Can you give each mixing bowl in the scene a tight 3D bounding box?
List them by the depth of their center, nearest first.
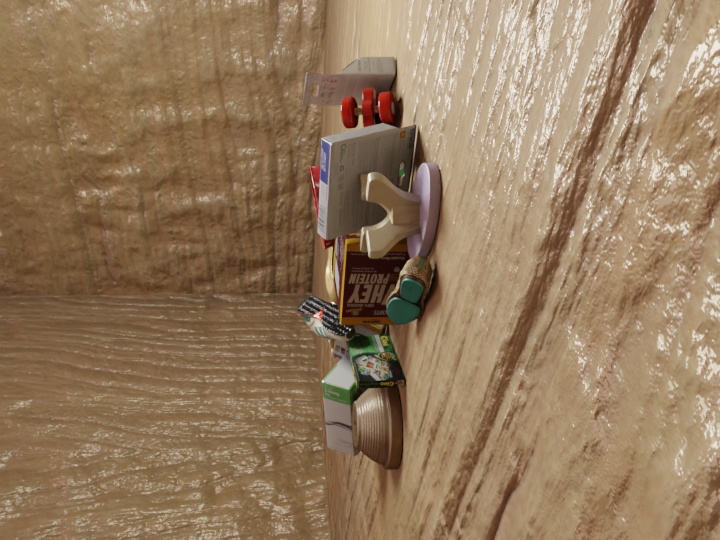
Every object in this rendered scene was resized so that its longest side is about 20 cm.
[{"bbox_3d":[-0.053,-0.157,1.514,0.200,0.107,0.203,169,90,-85],"label":"mixing bowl"}]

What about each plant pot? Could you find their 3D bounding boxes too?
[{"bbox_3d":[0.031,0.345,1.447,0.201,0.091,0.204,180,90,-82],"label":"plant pot"}]

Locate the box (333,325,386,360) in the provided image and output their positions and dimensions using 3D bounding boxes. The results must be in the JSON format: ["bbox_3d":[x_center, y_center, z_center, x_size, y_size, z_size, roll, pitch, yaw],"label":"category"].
[{"bbox_3d":[-0.004,0.171,1.590,0.042,0.118,0.201,-56,-16,-38],"label":"box"}]

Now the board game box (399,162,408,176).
[{"bbox_3d":[0.013,-0.215,1.324,0.199,0.096,0.030,-17,28,51],"label":"board game box"}]

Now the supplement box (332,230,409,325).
[{"bbox_3d":[0.017,-0.019,1.380,0.201,0.131,0.199,-104,16,-58],"label":"supplement box"}]

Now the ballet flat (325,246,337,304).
[{"bbox_3d":[-0.051,-0.016,1.582,0.063,0.068,0.202,137,133,-61],"label":"ballet flat"}]

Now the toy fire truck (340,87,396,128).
[{"bbox_3d":[0.034,-0.297,1.421,0.168,0.111,0.203,10,-103,-72],"label":"toy fire truck"}]

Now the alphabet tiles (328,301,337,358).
[{"bbox_3d":[-0.033,0.129,1.696,0.196,0.014,0.201,-52,-35,-36],"label":"alphabet tiles"}]

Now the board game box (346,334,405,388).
[{"bbox_3d":[0.029,0.197,1.410,0.200,0.103,0.024,-108,16,-67],"label":"board game box"}]

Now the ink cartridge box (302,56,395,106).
[{"bbox_3d":[-0.030,-0.429,1.458,0.160,0.197,0.048,128,140,-77],"label":"ink cartridge box"}]

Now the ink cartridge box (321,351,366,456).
[{"bbox_3d":[-0.022,0.326,1.572,0.146,0.083,0.202,-41,-45,-54],"label":"ink cartridge box"}]

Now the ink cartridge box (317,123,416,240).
[{"bbox_3d":[0.011,-0.173,1.215,0.043,0.199,0.198,37,135,39],"label":"ink cartridge box"}]

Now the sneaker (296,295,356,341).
[{"bbox_3d":[-0.067,0.131,1.523,0.199,0.070,0.094,22,150,46],"label":"sneaker"}]

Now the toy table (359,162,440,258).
[{"bbox_3d":[0.063,-0.101,1.122,0.185,0.116,0.202,-100,11,-49],"label":"toy table"}]

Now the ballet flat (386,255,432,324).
[{"bbox_3d":[0.093,0.035,1.155,0.200,0.070,0.066,112,-177,-63],"label":"ballet flat"}]
